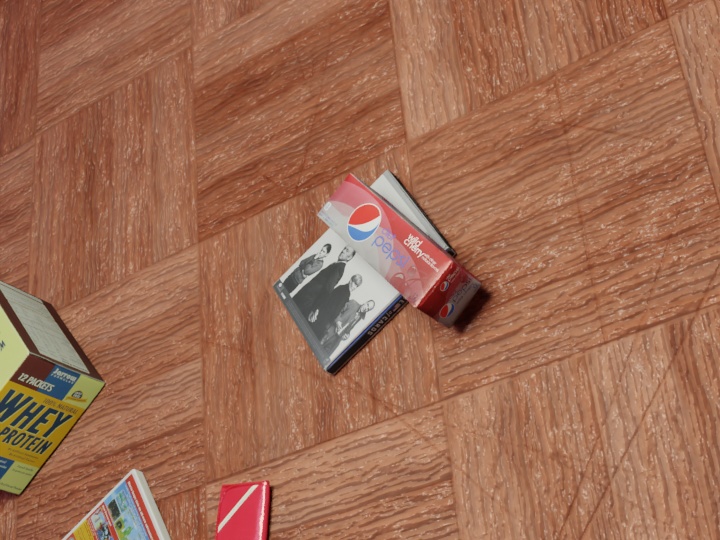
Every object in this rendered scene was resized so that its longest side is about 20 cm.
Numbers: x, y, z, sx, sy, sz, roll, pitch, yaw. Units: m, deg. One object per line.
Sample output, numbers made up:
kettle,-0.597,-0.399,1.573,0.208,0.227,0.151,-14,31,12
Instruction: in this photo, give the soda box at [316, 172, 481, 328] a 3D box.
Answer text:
soda box,0.040,-0.024,1.308,0.063,0.070,0.200,-51,48,5

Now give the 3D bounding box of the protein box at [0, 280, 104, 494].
protein box,-0.486,0.150,1.625,0.199,0.135,0.200,-51,47,6

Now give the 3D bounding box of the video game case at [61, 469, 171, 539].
video game case,-0.314,0.359,1.471,0.200,0.017,0.143,-45,49,13

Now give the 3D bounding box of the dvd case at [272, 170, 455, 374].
dvd case,0.000,0.000,1.392,0.200,0.025,0.150,-44,49,12

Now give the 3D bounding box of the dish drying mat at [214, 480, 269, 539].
dish drying mat,-0.139,0.336,1.345,0.077,0.018,0.200,-10,63,33
